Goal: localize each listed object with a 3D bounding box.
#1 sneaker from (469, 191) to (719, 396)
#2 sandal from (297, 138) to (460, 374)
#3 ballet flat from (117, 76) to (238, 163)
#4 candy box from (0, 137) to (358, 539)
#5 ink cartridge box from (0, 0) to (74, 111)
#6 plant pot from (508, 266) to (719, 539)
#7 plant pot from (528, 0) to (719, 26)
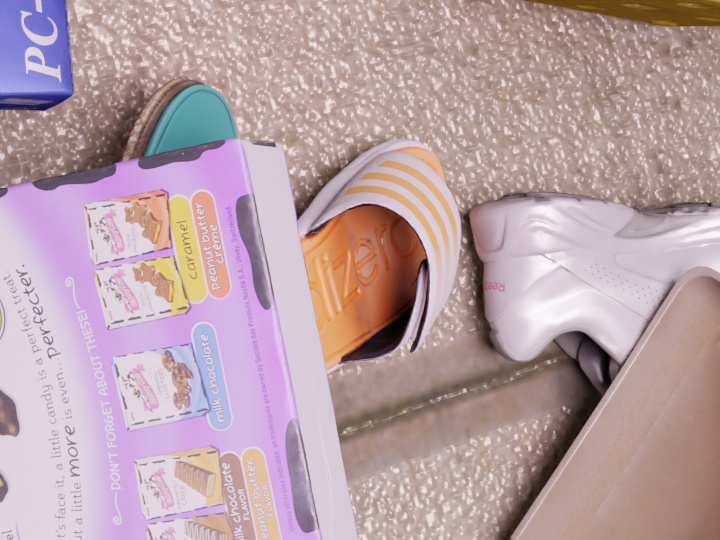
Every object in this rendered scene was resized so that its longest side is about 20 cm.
[{"bbox_3d":[0.143,0.015,0.937,0.199,0.078,0.100,2,91,-20],"label":"sneaker"},{"bbox_3d":[0.002,0.008,0.826,0.207,0.059,0.079,-42,120,-49],"label":"sandal"},{"bbox_3d":[-0.090,0.020,0.806,0.070,0.065,0.201,12,77,-41],"label":"ballet flat"},{"bbox_3d":[-0.115,0.051,0.728,0.199,0.072,0.169,-11,91,10],"label":"candy box"},{"bbox_3d":[-0.176,-0.166,0.791,0.094,0.044,0.201,-5,87,-27],"label":"ink cartridge box"},{"bbox_3d":[0.207,0.151,0.871,0.177,0.200,0.200,35,89,-40],"label":"plant pot"},{"bbox_3d":[0.143,-0.209,0.893,0.199,0.200,0.177,5,93,-28],"label":"plant pot"}]
